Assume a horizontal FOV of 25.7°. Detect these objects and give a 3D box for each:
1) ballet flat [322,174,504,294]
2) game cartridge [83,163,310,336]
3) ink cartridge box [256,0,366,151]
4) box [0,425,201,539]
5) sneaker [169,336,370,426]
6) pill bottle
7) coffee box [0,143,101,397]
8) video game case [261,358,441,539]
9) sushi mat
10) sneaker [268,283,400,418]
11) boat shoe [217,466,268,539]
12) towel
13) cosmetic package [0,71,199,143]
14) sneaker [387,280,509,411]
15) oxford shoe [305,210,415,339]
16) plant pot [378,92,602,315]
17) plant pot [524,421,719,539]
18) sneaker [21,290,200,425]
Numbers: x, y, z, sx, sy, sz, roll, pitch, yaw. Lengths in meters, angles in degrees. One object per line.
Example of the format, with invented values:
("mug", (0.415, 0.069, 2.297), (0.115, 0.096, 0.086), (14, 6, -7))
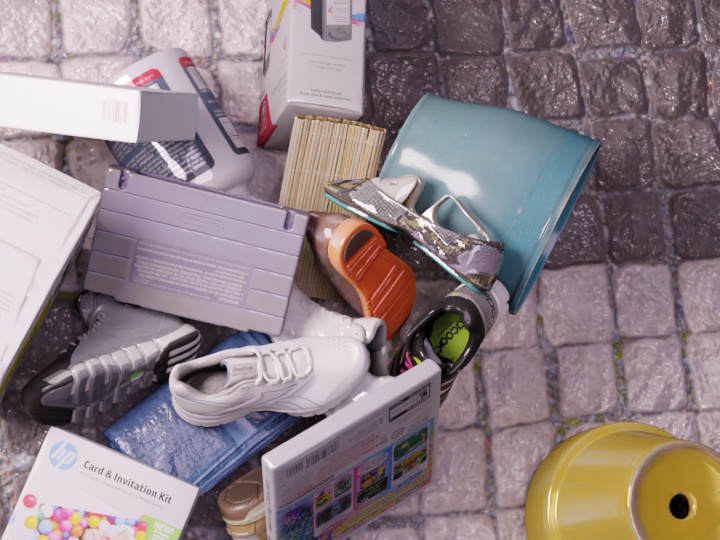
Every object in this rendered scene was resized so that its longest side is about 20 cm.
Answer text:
("ballet flat", (0.058, -0.053, 1.547), (0.200, 0.072, 0.072), (33, 70, 17))
("game cartridge", (-0.159, -0.018, 1.526), (0.199, 0.038, 0.130), (14, 107, -2))
("ink cartridge box", (-0.050, -0.237, 1.639), (0.085, 0.148, 0.201), (5, 74, -14))
("box", (-0.259, 0.269, 1.489), (0.155, 0.041, 0.201), (23, 82, 0))
("sneaker", (-0.088, 0.103, 1.503), (0.199, 0.087, 0.075), (-14, 71, 3))
("pill bottle", (-0.176, -0.110, 1.589), (0.119, 0.120, 0.201), (-30, 86, -20))
("coffee box", (-0.381, -0.006, 1.466), (0.199, 0.198, 0.201), (27, 72, -7))
("video game case", (-0.007, 0.194, 1.533), (0.199, 0.183, 0.024), (-29, 53, -25))
("sushi mat", (-0.038, -0.061, 1.606), (0.095, 0.012, 0.201), (7, 116, -12))
("sneaker", (-0.020, 0.069, 1.578), (0.099, 0.078, 0.200), (-46, 67, 17))
("boat shoe", (-0.051, 0.214, 1.582), (0.199, 0.072, 0.076), (-27, 116, -24))
("towel", (-0.149, 0.147, 1.573), (0.200, 0.049, 0.112), (-36, 88, -20))
("cosmetic package", (-0.269, -0.154, 1.469), (0.199, 0.151, 0.052), (8, 99, 14))
("sneaker", (0.068, 0.089, 1.578), (0.074, 0.200, 0.087), (43, 27, 13))
("oxford shoe", (0.000, 0.000, 1.598), (0.073, 0.200, 0.071), (28, 70, 34))
("plant pot", (0.122, -0.084, 1.636), (0.187, 0.200, 0.201), (27, 71, 9))
("plant pot", (0.289, 0.246, 1.595), (0.200, 0.189, 0.202), (3, 76, -14))
("sneaker", (-0.263, 0.073, 1.533), (0.199, 0.075, 0.115), (-20, 54, -40))
